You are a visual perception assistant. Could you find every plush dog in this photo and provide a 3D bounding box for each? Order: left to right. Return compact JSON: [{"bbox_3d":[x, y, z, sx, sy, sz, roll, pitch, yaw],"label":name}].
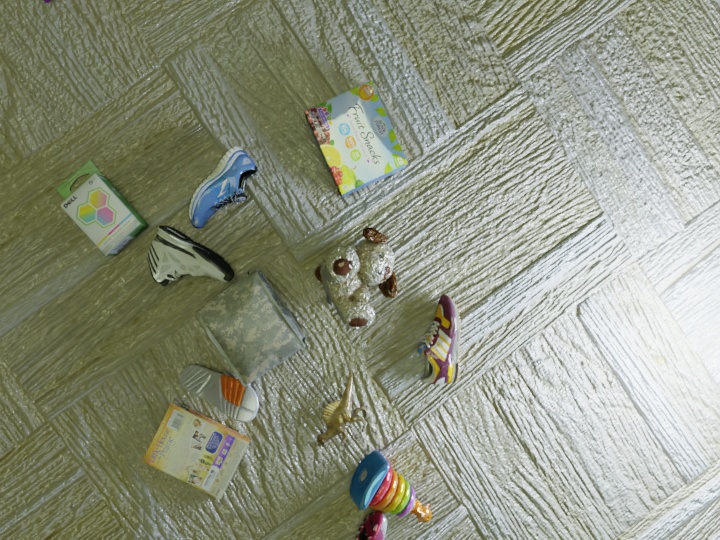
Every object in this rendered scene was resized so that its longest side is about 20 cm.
[{"bbox_3d":[0.000,0.000,1.162,0.170,0.160,0.202,-26,120,-16],"label":"plush dog"}]

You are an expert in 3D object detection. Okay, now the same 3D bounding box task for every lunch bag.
[{"bbox_3d":[-0.237,0.118,1.144,0.163,0.118,0.201,-33,97,-1],"label":"lunch bag"}]

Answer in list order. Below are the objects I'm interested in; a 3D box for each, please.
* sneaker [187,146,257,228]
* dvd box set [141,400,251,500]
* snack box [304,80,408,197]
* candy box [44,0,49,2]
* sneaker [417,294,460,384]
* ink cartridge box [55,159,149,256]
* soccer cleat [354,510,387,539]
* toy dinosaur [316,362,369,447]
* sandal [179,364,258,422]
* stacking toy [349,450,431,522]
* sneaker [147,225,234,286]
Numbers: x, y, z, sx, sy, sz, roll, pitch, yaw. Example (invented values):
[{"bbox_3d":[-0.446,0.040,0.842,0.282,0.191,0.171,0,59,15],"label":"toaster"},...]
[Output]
[{"bbox_3d":[-0.300,-0.172,1.158,0.089,0.079,0.201,37,88,0],"label":"sneaker"},{"bbox_3d":[-0.366,0.403,1.182,0.198,0.029,0.148,27,90,-4],"label":"dvd box set"},{"bbox_3d":[-0.010,-0.291,1.176,0.167,0.068,0.202,-24,93,-2],"label":"snack box"},{"bbox_3d":[-0.697,-0.715,1.141,0.136,0.061,0.201,-34,91,-2],"label":"candy box"},{"bbox_3d":[0.174,0.157,1.186,0.089,0.075,0.203,-2,90,-8],"label":"sneaker"},{"bbox_3d":[-0.575,-0.140,1.152,0.104,0.059,0.200,-41,92,-2],"label":"ink cartridge box"},{"bbox_3d":[0.026,0.635,1.189,0.085,0.070,0.202,24,98,-15],"label":"soccer cleat"},{"bbox_3d":[-0.032,0.321,1.185,0.100,0.058,0.202,24,89,-2],"label":"toy dinosaur"},{"bbox_3d":[-0.306,0.267,1.176,0.205,0.059,0.080,23,78,18],"label":"sandal"},{"bbox_3d":[0.083,0.506,1.180,0.199,0.110,0.117,36,80,-14],"label":"stacking toy"},{"bbox_3d":[-0.382,-0.002,1.167,0.199,0.076,0.116,31,98,5],"label":"sneaker"}]
